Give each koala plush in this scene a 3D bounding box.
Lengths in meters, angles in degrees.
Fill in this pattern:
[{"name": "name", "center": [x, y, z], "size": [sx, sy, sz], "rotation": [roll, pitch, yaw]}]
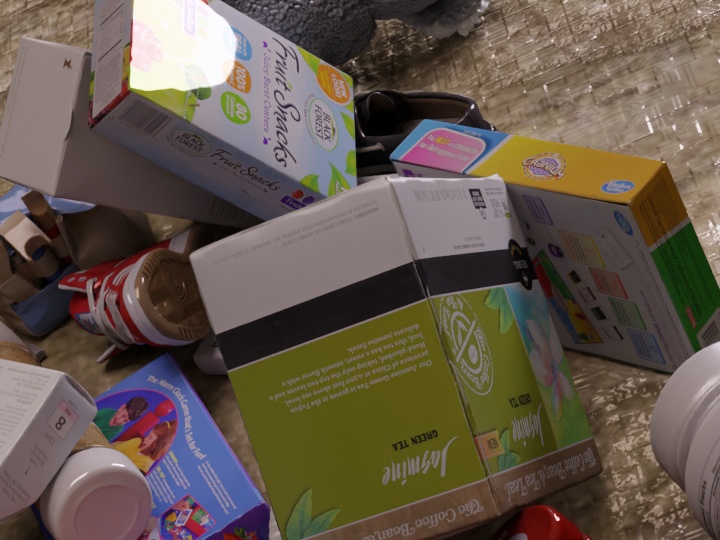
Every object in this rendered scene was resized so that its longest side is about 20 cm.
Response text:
[{"name": "koala plush", "center": [-0.007, -0.228, 1.872], "size": [0.200, 0.177, 0.184], "rotation": [-17, 36, 4]}]

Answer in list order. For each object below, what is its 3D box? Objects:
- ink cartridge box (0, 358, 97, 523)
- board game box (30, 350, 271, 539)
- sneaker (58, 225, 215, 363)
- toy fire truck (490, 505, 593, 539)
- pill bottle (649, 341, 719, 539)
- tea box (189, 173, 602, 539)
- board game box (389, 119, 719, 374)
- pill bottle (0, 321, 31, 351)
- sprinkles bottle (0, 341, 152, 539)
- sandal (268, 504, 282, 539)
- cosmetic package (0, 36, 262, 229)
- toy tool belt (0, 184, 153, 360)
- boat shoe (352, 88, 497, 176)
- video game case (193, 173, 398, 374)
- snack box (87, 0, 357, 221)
[{"name": "ink cartridge box", "center": [-0.279, 0.141, 1.530], "size": [0.162, 0.057, 0.200], "rotation": [8, 59, 44]}, {"name": "board game box", "center": [-0.143, 0.151, 1.604], "size": [0.134, 0.045, 0.200], "rotation": [-33, 35, -4]}, {"name": "sneaker", "center": [-0.165, 0.027, 1.711], "size": [0.112, 0.071, 0.200], "rotation": [-23, 7, 12]}, {"name": "toy fire truck", "center": [0.081, 0.236, 1.311], "size": [0.168, 0.112, 0.200], "rotation": [-37, 27, 34]}, {"name": "pill bottle", "center": [0.247, 0.122, 1.310], "size": [0.113, 0.113, 0.200], "rotation": [-34, 36, -7]}, {"name": "tea box", "center": [0.025, 0.056, 1.401], "size": [0.134, 0.197, 0.200], "rotation": [-20, -4, 22]}, {"name": "board game box", "center": [0.127, -0.014, 1.526], "size": [0.200, 0.153, 0.040], "rotation": [14, 53, 43]}, {"name": "pill bottle", "center": [-0.322, 0.117, 1.704], "size": [0.111, 0.111, 0.200], "rotation": [14, 61, 44]}, {"name": "sprinkles bottle", "center": [-0.205, 0.115, 1.594], "size": [0.068, 0.068, 0.200], "rotation": [-37, 36, -10]}, {"name": "sandal", "center": [-0.016, 0.150, 1.514], "size": [0.082, 0.050, 0.203], "rotation": [-24, 21, 23]}, {"name": "cosmetic package", "center": [-0.157, -0.098, 1.770], "size": [0.085, 0.200, 0.108], "rotation": [19, 96, 46]}, {"name": "toy tool belt", "center": [-0.260, -0.019, 1.825], "size": [0.200, 0.123, 0.125], "rotation": [-43, 37, -17]}, {"name": "boat shoe", "center": [0.019, -0.105, 1.789], "size": [0.200, 0.060, 0.074], "rotation": [15, 55, 45]}, {"name": "video game case", "center": [0.000, 0.000, 1.694], "size": [0.200, 0.024, 0.182], "rotation": [-3, 42, 40]}, {"name": "snack box", "center": [-0.094, -0.119, 1.704], "size": [0.053, 0.200, 0.142], "rotation": [-38, 37, 35]}]
